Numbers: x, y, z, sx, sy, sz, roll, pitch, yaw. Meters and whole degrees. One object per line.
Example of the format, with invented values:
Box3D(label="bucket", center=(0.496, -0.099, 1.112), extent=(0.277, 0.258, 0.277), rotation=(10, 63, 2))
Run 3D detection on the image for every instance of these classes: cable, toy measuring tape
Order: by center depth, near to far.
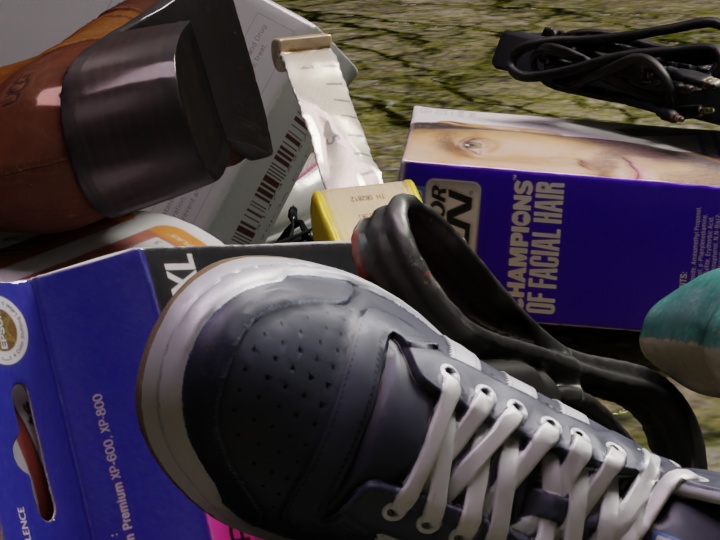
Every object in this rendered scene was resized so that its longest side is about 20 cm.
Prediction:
Box3D(label="cable", center=(0.037, 0.034, 0.830), extent=(0.050, 0.098, 0.200), rotation=(-18, -13, 27))
Box3D(label="toy measuring tape", center=(0.000, 0.000, 1.012), extent=(0.073, 0.074, 0.201), rotation=(-7, 44, -15))

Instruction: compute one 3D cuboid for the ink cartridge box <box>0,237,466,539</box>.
Box3D(label="ink cartridge box", center=(-0.027, 0.041, 0.797), extent=(0.037, 0.095, 0.199), rotation=(-21, -11, 38))

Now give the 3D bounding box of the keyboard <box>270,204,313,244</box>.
Box3D(label="keyboard", center=(0.002, 0.013, 1.138), extent=(0.104, 0.040, 0.200), rotation=(24, 19, 11))

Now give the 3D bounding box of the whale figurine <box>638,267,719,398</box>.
Box3D(label="whale figurine", center=(0.191, 0.005, 0.889), extent=(0.199, 0.105, 0.159), rotation=(3, 2, -15))

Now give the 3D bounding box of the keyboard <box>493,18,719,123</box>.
Box3D(label="keyboard", center=(0.139, -0.080, 1.106), extent=(0.104, 0.040, 0.199), rotation=(-4, 15, -43))

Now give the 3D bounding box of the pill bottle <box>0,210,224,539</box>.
Box3D(label="pill bottle", center=(-0.112, 0.057, 0.802), extent=(0.112, 0.113, 0.200), rotation=(5, 17, 32))

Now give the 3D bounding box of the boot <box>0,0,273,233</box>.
Box3D(label="boot", center=(-0.132, -0.033, 0.883), extent=(0.199, 0.069, 0.188), rotation=(-14, 18, 9))

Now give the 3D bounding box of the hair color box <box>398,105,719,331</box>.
Box3D(label="hair color box", center=(0.114, -0.018, 1.095), extent=(0.199, 0.065, 0.109), rotation=(3, 14, 3))

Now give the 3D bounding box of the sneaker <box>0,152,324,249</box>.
Box3D(label="sneaker", center=(-0.105, -0.042, 1.242), extent=(0.199, 0.089, 0.081), rotation=(-4, 14, -1))

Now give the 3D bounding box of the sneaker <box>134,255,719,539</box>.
Box3D(label="sneaker", center=(0.041, 0.059, 0.701), extent=(0.108, 0.070, 0.200), rotation=(17, -12, 45))

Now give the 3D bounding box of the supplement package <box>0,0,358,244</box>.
Box3D(label="supplement package", center=(-0.120, -0.085, 1.149), extent=(0.199, 0.117, 0.117), rotation=(29, 1, 9))
